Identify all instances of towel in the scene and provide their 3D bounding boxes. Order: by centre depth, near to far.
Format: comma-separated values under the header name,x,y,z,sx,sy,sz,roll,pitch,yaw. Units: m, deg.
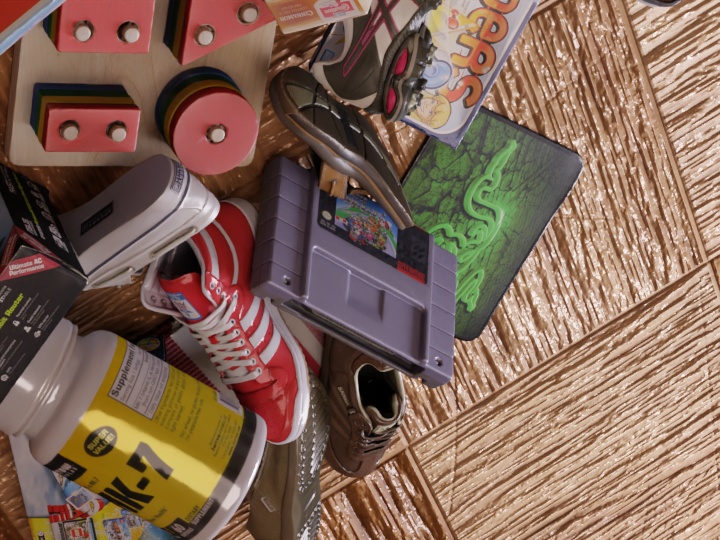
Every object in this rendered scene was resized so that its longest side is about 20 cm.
name,x,y,z,sx,sy,sz,roll,pitch,yaw
towel,-0.104,0.074,1.548,0.199,0.023,0.144,-37,129,1

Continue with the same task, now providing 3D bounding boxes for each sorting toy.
name,x,y,z,sx,sy,sz,roll,pitch,yaw
sorting toy,-0.151,-0.161,1.355,0.197,0.070,0.201,-1,118,-25

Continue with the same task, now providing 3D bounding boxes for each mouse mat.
name,x,y,z,sx,sy,sz,roll,pitch,yaw
mouse mat,0.090,-0.040,1.582,0.160,0.008,0.201,21,109,-33

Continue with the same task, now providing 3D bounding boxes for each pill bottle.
name,x,y,z,sx,sy,sz,roll,pitch,yaw
pill bottle,-0.182,0.117,1.398,0.199,0.114,0.115,30,104,-15

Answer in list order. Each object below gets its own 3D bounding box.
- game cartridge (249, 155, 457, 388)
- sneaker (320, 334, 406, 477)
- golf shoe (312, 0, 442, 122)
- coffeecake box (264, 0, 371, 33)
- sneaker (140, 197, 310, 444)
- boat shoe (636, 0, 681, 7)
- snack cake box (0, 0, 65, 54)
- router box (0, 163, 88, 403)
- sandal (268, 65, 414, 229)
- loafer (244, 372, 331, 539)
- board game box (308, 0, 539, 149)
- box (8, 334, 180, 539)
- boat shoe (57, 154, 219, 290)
name,x,y,z,sx,sy,sz,roll,pitch,yaw
game cartridge,0.000,0.000,1.488,0.199,0.131,0.038,29,144,-32
sneaker,0.002,0.122,1.576,0.070,0.076,0.201,-19,135,-18
golf shoe,0.028,-0.214,1.361,0.087,0.077,0.201,20,101,7
coffeecake box,-0.049,-0.294,1.269,0.073,0.154,0.201,-9,132,26
sneaker,-0.107,0.049,1.434,0.112,0.071,0.202,-19,94,-57
boat shoe,0.189,-0.276,1.455,0.074,0.060,0.200,-46,126,10
snack cake box,-0.218,-0.239,1.224,0.200,0.067,0.115,-42,99,-15
router box,-0.294,0.036,1.353,0.062,0.150,0.200,31,102,-32
sandal,-0.021,-0.090,1.446,0.054,0.082,0.200,-29,146,19
loafer,-0.071,0.171,1.577,0.067,0.076,0.201,16,123,16
board game box,0.063,-0.213,1.419,0.135,0.034,0.201,26,106,-11
box,-0.215,0.153,1.510,0.135,0.038,0.201,-8,123,-4
boat shoe,-0.192,-0.018,1.389,0.199,0.072,0.066,-34,132,25
